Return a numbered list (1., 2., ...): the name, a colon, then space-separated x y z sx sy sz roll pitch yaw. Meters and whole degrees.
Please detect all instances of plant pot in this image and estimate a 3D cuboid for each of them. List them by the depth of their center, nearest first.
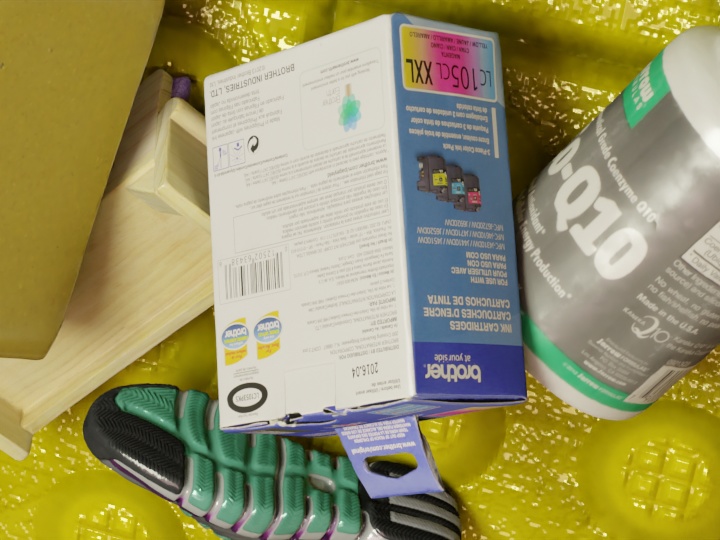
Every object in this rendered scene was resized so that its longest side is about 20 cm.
1. plant pot: -0.244 -0.079 1.033 0.195 0.200 0.195 27 105 28

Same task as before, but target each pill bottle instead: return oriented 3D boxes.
1. pill bottle: 0.150 -0.035 1.027 0.113 0.113 0.200 42 117 -3

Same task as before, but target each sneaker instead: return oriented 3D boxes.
1. sneaker: -0.053 0.126 1.162 0.200 0.074 0.088 21 128 -13

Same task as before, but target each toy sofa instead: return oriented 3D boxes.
1. toy sofa: -0.131 -0.002 1.156 0.200 0.098 0.083 -35 123 26

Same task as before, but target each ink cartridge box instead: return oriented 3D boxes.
1. ink cartridge box: 0.000 0.000 1.037 0.136 0.076 0.200 -13 76 48
